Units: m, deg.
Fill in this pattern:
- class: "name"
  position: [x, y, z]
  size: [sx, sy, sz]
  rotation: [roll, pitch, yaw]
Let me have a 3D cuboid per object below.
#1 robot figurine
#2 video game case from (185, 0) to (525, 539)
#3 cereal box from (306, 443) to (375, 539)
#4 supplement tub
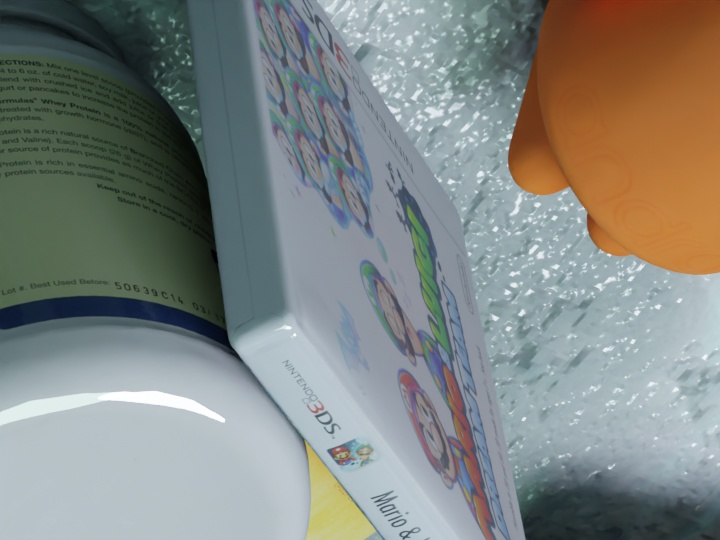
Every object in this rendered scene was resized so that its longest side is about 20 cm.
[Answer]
- class: "robot figurine"
  position: [0.137, -0.068, 0.939]
  size: [0.116, 0.144, 0.200]
  rotation: [-25, -179, -44]
- class: "video game case"
  position: [0.000, 0.000, 0.918]
  size: [0.024, 0.201, 0.182]
  rotation: [-22, 134, 13]
- class: "cereal box"
  position: [-0.106, 0.098, 1.074]
  size: [0.200, 0.040, 0.144]
  rotation: [-37, 131, 13]
- class: "supplement tub"
  position: [-0.105, 0.019, 0.895]
  size: [0.144, 0.200, 0.146]
  rotation: [-10, 132, -11]
